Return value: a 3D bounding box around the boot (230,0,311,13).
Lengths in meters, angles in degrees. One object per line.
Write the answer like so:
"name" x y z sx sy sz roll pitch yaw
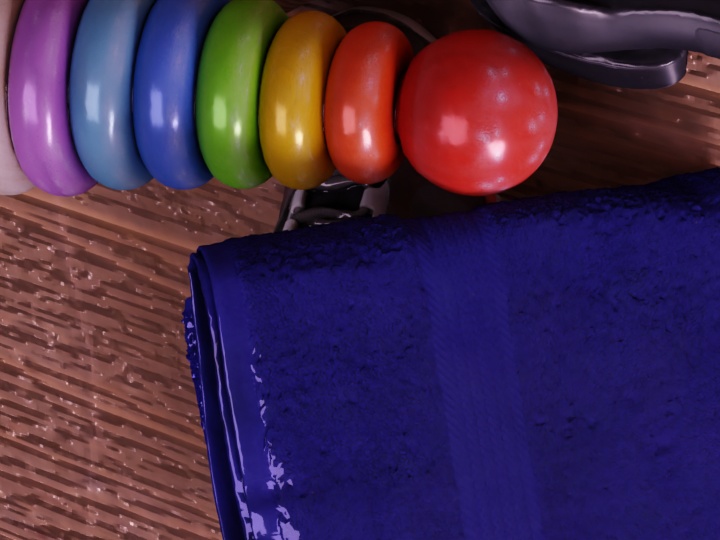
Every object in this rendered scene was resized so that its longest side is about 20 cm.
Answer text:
"boot" -0.046 -0.172 0.846 0.200 0.074 0.154 30 136 -33

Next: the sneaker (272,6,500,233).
"sneaker" 0.000 0.000 0.894 0.077 0.082 0.201 -10 76 27

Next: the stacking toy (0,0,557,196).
"stacking toy" -0.032 -0.059 0.867 0.199 0.085 0.086 6 121 13

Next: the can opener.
"can opener" 0.123 -0.087 0.824 0.199 0.079 0.064 14 85 27

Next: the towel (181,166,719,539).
"towel" 0.046 0.050 0.851 0.050 0.199 0.149 171 90 -72
